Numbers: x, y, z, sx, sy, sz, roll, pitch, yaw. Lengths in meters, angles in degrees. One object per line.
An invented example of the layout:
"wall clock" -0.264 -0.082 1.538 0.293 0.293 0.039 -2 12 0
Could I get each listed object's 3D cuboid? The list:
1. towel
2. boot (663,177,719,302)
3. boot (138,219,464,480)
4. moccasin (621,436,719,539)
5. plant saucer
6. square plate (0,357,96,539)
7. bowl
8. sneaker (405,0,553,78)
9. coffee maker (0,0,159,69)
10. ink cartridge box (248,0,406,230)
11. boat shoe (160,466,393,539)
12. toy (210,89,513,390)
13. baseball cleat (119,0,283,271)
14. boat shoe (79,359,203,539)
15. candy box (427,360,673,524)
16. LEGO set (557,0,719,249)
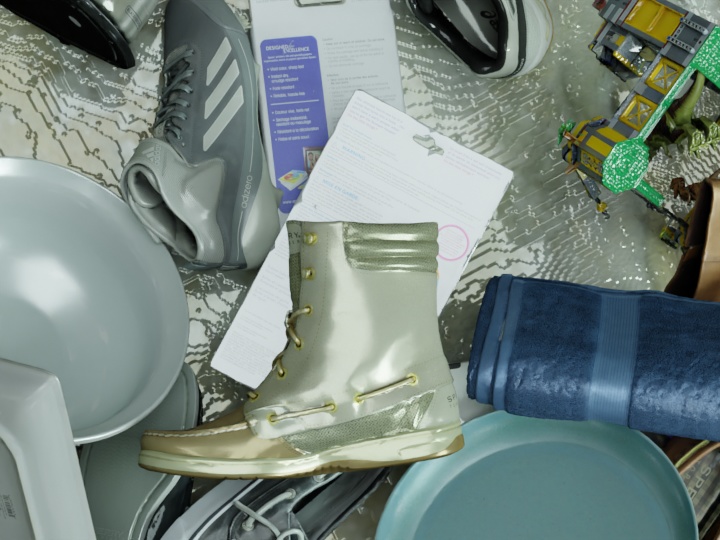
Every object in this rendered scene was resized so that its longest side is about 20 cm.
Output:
"towel" 0.170 0.053 1.302 0.200 0.049 0.112 8 38 8
"boot" 0.296 -0.059 1.368 0.200 0.068 0.188 -2 127 -30
"boot" -0.042 0.047 1.278 0.200 0.072 0.155 -6 91 -9
"moccasin" 0.181 0.185 1.300 0.074 0.078 0.201 41 80 -4
"plant saucer" 0.106 0.174 1.271 0.200 0.027 0.200 -8 58 13
"square plate" -0.251 0.118 1.231 0.198 0.200 0.028 12 43 21
"bowl" -0.214 0.036 1.305 0.201 0.090 0.201 15 53 -21
"sneaker" 0.051 -0.212 1.387 0.076 0.088 0.200 -41 89 28
"coffee maker" -0.175 -0.262 1.345 0.192 0.135 0.200 33 79 -3
"ink cartridge box" -0.019 -0.096 1.397 0.099 0.039 0.200 -5 85 -9
"boat shoe" -0.058 0.169 1.321 0.068 0.074 0.199 29 55 36
"toy" 0.000 0.000 1.345 0.115 0.047 0.200 28 84 -2
"baseball cleat" -0.109 -0.096 1.342 0.106 0.070 0.200 -2 66 -40
"boat shoe" -0.143 0.154 1.336 0.076 0.060 0.200 17 81 28
"candy box" 0.137 0.133 1.374 0.200 0.072 0.168 -9 85 -10
"LEGO set" 0.203 -0.098 1.391 0.200 0.116 0.154 21 101 -39
